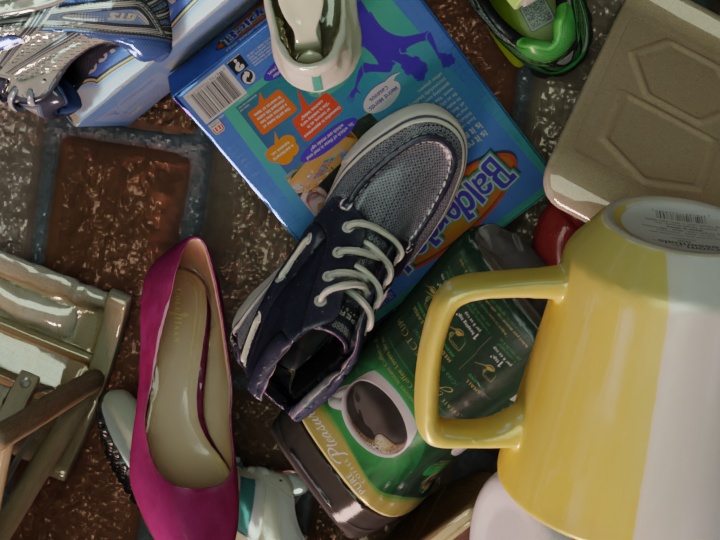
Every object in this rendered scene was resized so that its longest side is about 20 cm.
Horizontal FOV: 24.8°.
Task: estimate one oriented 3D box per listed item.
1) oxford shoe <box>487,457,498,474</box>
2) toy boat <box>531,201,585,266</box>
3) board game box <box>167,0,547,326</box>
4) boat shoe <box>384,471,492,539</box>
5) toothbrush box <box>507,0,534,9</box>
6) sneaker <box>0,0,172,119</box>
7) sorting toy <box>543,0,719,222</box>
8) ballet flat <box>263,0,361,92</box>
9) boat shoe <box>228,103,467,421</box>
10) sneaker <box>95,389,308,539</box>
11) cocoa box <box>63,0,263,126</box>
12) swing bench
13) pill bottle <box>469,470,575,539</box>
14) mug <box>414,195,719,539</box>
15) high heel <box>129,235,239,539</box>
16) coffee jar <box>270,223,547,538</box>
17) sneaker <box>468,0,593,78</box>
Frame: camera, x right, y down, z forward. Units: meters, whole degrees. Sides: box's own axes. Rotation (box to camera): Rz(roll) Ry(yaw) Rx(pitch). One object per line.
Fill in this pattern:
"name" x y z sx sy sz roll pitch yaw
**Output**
"oxford shoe" 0.164 0.175 1.020 0.199 0.070 0.075 26 94 4
"toy boat" 0.196 0.017 0.975 0.130 0.131 0.200 -40 89 7
"board game box" 0.004 -0.085 0.992 0.152 0.045 0.200 -37 115 6
"boat shoe" 0.036 0.205 1.019 0.072 0.072 0.200 39 116 -3
"toothbrush box" 0.088 -0.272 0.945 0.200 0.145 0.086 51 140 7
"sneaker" -0.195 -0.119 0.905 0.199 0.077 0.085 -17 99 10
"sorting toy" 0.213 -0.067 0.964 0.185 0.200 0.037 28 140 2
"ballet flat" -0.034 -0.197 0.885 0.069 0.069 0.201 -8 96 6
"boat shoe" 0.000 0.000 0.953 0.075 0.093 0.200 30 107 -21
"sneaker" -0.087 0.145 1.055 0.093 0.070 0.200 -36 82 -18
"cocoa box" -0.121 -0.196 0.991 0.200 0.133 0.131 -38 91 8
"swing bench" -0.276 0.069 1.007 0.198 0.200 0.130 21 117 5
"pill bottle" 0.173 0.160 0.937 0.199 0.116 0.116 -3 94 -22
"mug" 0.141 0.050 0.843 0.149 0.186 0.154 30 122 44
"high heel" -0.104 0.081 0.987 0.067 0.096 0.201 -4 59 -22
"coffee jar" 0.039 0.071 0.993 0.200 0.085 0.104 -43 76 25
"sneaker" 0.078 -0.210 0.995 0.078 0.085 0.200 -36 89 7
